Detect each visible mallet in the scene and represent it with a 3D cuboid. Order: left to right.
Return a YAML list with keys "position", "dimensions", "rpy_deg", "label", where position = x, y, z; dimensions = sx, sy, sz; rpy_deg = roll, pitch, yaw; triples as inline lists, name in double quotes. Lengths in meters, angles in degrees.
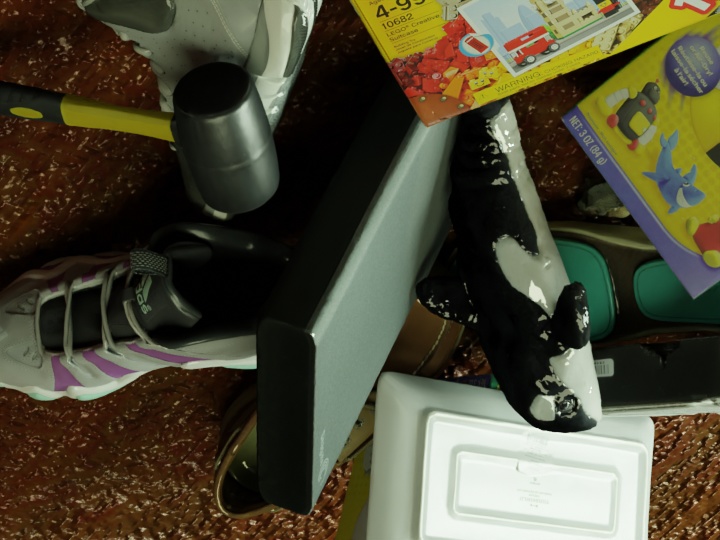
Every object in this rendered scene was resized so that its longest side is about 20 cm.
- position: [-0.127, -0.066, 1.187]
  dimensions: [0.199, 0.041, 0.066]
  rpy_deg: [6, 138, 30]
  label: "mallet"

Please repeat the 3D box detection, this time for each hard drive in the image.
- position: [0.000, 0.000, 1.234]
  dimensions: [0.033, 0.201, 0.140]
  rpy_deg: [18, 141, 13]
  label: "hard drive"
- position: [0.213, 0.057, 1.378]
  dimensions: [0.199, 0.038, 0.139]
  rpy_deg: [1, 174, -40]
  label: "hard drive"

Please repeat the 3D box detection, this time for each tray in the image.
- position: [0.088, 0.119, 1.359]
  dimensions: [0.199, 0.108, 0.022]
  rpy_deg: [11, 168, -37]
  label: "tray"

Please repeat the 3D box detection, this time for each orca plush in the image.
- position: [0.063, 0.000, 1.275]
  dimensions: [0.071, 0.105, 0.201]
  rpy_deg: [-21, 126, -10]
  label: "orca plush"

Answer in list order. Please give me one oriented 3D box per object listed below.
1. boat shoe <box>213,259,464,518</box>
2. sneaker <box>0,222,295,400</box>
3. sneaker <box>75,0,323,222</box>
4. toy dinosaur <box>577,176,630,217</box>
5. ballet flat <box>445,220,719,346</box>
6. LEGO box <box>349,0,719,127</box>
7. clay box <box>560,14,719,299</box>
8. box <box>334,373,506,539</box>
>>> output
- position: [-0.014, 0.072, 1.388]
  dimensions: [0.075, 0.074, 0.200]
  rpy_deg: [36, 126, -8]
  label: "boat shoe"
- position: [-0.111, 0.012, 1.271]
  dimensions: [0.198, 0.078, 0.140]
  rpy_deg: [-11, 169, 4]
  label: "sneaker"
- position: [-0.086, -0.106, 1.202]
  dimensions: [0.115, 0.075, 0.200]
  rpy_deg: [22, 146, -2]
  label: "sneaker"
- position: [0.198, -0.072, 1.307]
  dimensions: [0.088, 0.048, 0.200]
  rpy_deg: [26, 125, -27]
  label: "toy dinosaur"
- position: [0.145, 0.004, 1.355]
  dimensions: [0.199, 0.070, 0.070]
  rpy_deg: [4, 145, 24]
  label: "ballet flat"
- position: [0.088, -0.169, 1.144]
  dimensions: [0.199, 0.078, 0.149]
  rpy_deg: [-21, 139, 13]
  label: "LEGO box"
- position: [0.208, -0.090, 1.236]
  dimensions: [0.200, 0.115, 0.048]
  rpy_deg: [-39, 177, 30]
  label: "clay box"
- position: [0.031, 0.160, 1.398]
  dimensions: [0.048, 0.201, 0.117]
  rpy_deg: [21, 162, -32]
  label: "box"
